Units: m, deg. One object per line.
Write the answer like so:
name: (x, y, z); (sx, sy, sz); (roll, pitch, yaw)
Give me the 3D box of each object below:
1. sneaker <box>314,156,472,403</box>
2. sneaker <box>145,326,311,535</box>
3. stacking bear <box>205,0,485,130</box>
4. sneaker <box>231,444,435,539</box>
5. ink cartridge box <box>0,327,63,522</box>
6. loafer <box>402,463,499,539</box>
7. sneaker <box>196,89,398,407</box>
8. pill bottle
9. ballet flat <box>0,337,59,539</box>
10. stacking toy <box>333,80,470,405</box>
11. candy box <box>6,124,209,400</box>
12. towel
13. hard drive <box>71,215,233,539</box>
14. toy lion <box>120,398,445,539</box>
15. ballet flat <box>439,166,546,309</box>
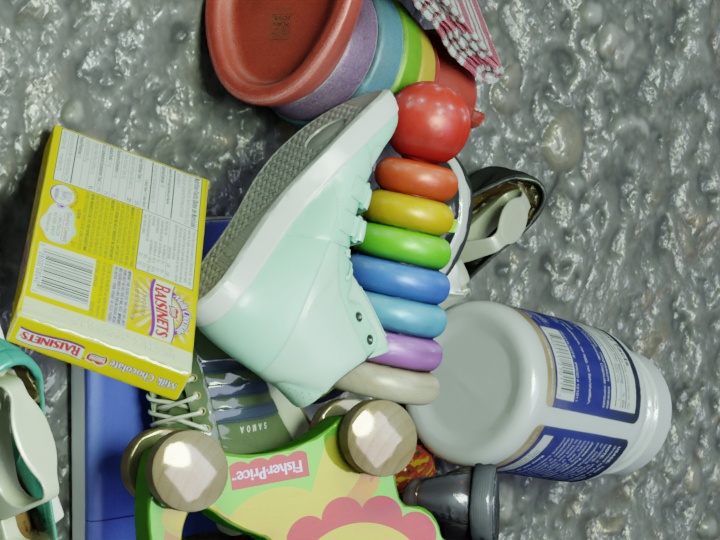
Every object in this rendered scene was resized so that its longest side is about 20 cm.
sneaker: (0.000, 0.000, 1.543); (0.200, 0.072, 0.083); (-58, 144, -4)
sneaker: (-0.097, 0.081, 1.455); (0.090, 0.067, 0.200); (-56, 131, -31)
stacking bear: (0.003, -0.135, 1.548); (0.200, 0.121, 0.114); (21, 76, -51)
sneaker: (-0.027, 0.179, 1.583); (0.200, 0.073, 0.077); (-35, 139, -32)
ink cartridge box: (-0.272, 0.068, 1.282); (0.128, 0.125, 0.200); (-32, 115, -38)
loafer: (0.064, 0.172, 1.623); (0.200, 0.063, 0.072); (81, 13, -71)
sneaker: (-0.016, -0.010, 1.439); (0.118, 0.074, 0.201); (47, 62, -21)
pill bottle: (0.131, 0.090, 1.676); (0.200, 0.116, 0.116); (15, 83, -51)
ballet flat: (-0.185, 0.129, 1.236); (0.067, 0.070, 0.200); (-19, 108, -41)
stacking toy: (0.029, -0.020, 1.487); (0.085, 0.085, 0.200); (11, 93, -44)
candy box: (-0.142, -0.009, 1.359); (0.102, 0.200, 0.026); (22, 121, -14)
towel: (0.028, -0.217, 1.522); (0.200, 0.030, 0.147); (42, 26, -58)
hard drive: (-0.125, 0.069, 1.494); (0.132, 0.025, 0.200); (-5, 97, -44)
toy lion: (-0.033, 0.179, 1.419); (0.200, 0.069, 0.192); (-7, 90, -25)
ballet flat: (0.058, -0.014, 1.634); (0.200, 0.068, 0.068); (-43, 116, -33)
